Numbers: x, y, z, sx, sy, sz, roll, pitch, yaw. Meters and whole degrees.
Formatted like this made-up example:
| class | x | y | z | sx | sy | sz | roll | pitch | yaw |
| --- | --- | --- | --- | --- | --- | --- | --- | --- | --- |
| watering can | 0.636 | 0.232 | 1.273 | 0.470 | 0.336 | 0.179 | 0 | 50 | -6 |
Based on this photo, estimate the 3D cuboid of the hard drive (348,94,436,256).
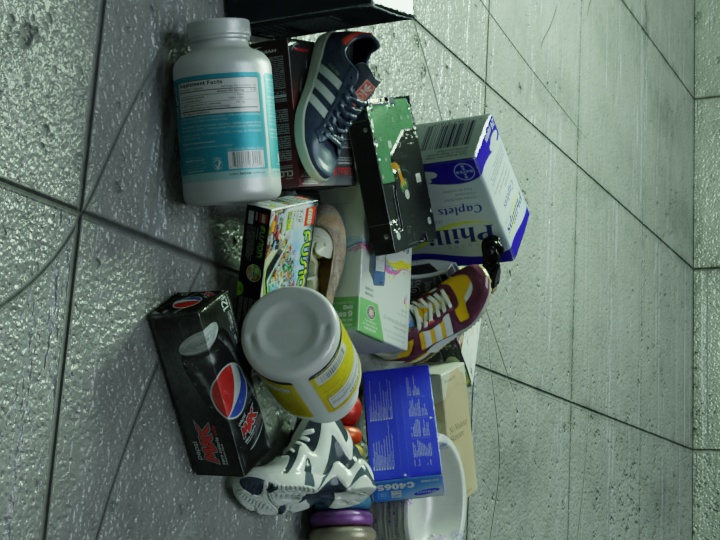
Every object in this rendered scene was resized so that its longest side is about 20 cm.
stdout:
| class | x | y | z | sx | sy | sz | roll | pitch | yaw |
| --- | --- | --- | --- | --- | --- | --- | --- | --- | --- |
| hard drive | 0.041 | -0.127 | 1.647 | 0.140 | 0.038 | 0.200 | -22 | 102 | -62 |

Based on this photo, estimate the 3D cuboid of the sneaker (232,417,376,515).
| class | x | y | z | sx | sy | sz | roll | pitch | yaw |
| --- | --- | --- | --- | --- | --- | --- | --- | --- | --- |
| sneaker | -0.080 | 0.220 | 1.526 | 0.199 | 0.080 | 0.130 | 2 | 53 | -34 |

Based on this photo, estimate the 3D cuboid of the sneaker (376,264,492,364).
| class | x | y | z | sx | sy | sz | roll | pitch | yaw |
| --- | --- | --- | --- | --- | --- | --- | --- | --- | --- |
| sneaker | 0.098 | 0.064 | 1.750 | 0.090 | 0.200 | 0.075 | 8 | 44 | -46 |

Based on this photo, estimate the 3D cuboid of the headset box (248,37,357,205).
| class | x | y | z | sx | sy | sz | roll | pitch | yaw |
| --- | --- | --- | --- | --- | --- | --- | --- | --- | --- |
| headset box | -0.076 | -0.180 | 1.563 | 0.149 | 0.077 | 0.200 | -7 | 92 | -62 |

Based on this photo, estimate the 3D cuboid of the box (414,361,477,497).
| class | x | y | z | sx | sy | sz | roll | pitch | yaw |
| --- | --- | --- | --- | --- | --- | --- | --- | --- | --- |
| box | 0.114 | 0.242 | 1.870 | 0.095 | 0.078 | 0.200 | -21 | 105 | -61 |

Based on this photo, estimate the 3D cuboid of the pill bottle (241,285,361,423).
| class | x | y | z | sx | sy | sz | roll | pitch | yaw |
| --- | --- | --- | --- | --- | --- | --- | --- | --- | --- |
| pill bottle | -0.060 | 0.106 | 1.437 | 0.200 | 0.111 | 0.111 | 68 | 30 | -62 |

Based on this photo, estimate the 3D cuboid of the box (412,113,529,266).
| class | x | y | z | sx | sy | sz | roll | pitch | yaw |
| --- | --- | --- | --- | --- | --- | --- | --- | --- | --- |
| box | 0.123 | -0.108 | 1.812 | 0.200 | 0.184 | 0.105 | 62 | 34 | -37 |

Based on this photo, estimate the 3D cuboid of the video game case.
| class | x | y | z | sx | sy | sz | roll | pitch | yaw |
| --- | --- | --- | --- | --- | --- | --- | --- | --- | --- |
| video game case | 0.144 | 0.052 | 1.952 | 0.200 | 0.036 | 0.181 | -76 | 150 | -52 |

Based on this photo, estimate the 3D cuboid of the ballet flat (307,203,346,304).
| class | x | y | z | sx | sy | sz | roll | pitch | yaw |
| --- | --- | --- | --- | --- | --- | --- | --- | --- | --- |
| ballet flat | -0.059 | 0.005 | 1.579 | 0.067 | 0.068 | 0.200 | 36 | 55 | -66 |

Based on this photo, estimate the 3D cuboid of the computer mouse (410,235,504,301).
| class | x | y | z | sx | sy | sz | roll | pitch | yaw |
| --- | --- | --- | --- | --- | --- | --- | --- | --- | --- |
| computer mouse | 0.103 | 0.006 | 1.789 | 0.110 | 0.200 | 0.044 | 90 | -12 | -51 |

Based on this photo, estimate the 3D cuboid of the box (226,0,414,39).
| class | x | y | z | sx | sy | sz | roll | pitch | yaw |
| --- | --- | --- | --- | --- | --- | --- | --- | --- | --- |
| box | -0.052 | -0.393 | 1.501 | 0.124 | 0.196 | 0.200 | -5 | 92 | -62 |

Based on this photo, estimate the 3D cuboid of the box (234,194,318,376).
| class | x | y | z | sx | sy | sz | roll | pitch | yaw |
| --- | --- | --- | --- | --- | --- | --- | --- | --- | --- |
| box | -0.103 | 0.015 | 1.478 | 0.110 | 0.035 | 0.200 | -20 | 121 | -61 |

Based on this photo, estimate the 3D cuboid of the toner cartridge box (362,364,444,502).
| class | x | y | z | sx | sy | sz | roll | pitch | yaw |
| --- | --- | --- | --- | --- | --- | --- | --- | --- | --- |
| toner cartridge box | 0.055 | 0.214 | 1.673 | 0.200 | 0.095 | 0.043 | -93 | 175 | -50 |

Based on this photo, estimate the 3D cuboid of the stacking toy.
| class | x | y | z | sx | sy | sz | roll | pitch | yaw |
| --- | --- | --- | --- | --- | --- | --- | --- | --- | --- |
| stacking toy | -0.026 | 0.252 | 1.620 | 0.085 | 0.085 | 0.200 | 24 | 60 | -59 |

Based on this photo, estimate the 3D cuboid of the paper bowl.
| class | x | y | z | sx | sy | sz | roll | pitch | yaw |
| --- | --- | --- | --- | --- | --- | --- | --- | --- | --- |
| paper bowl | 0.064 | 0.325 | 1.742 | 0.201 | 0.104 | 0.201 | 13 | 75 | -61 |

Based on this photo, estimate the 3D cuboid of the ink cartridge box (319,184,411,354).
| class | x | y | z | sx | sy | sz | roll | pitch | yaw |
| --- | --- | --- | --- | --- | --- | --- | --- | --- | --- |
| ink cartridge box | 0.000 | 0.000 | 1.675 | 0.145 | 0.087 | 0.200 | 28 | 60 | -58 |

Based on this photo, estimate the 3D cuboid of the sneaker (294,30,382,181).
| class | x | y | z | sx | sy | sz | roll | pitch | yaw |
| --- | --- | --- | --- | --- | --- | --- | --- | --- | --- |
| sneaker | -0.020 | -0.202 | 1.499 | 0.075 | 0.084 | 0.200 | 37 | 55 | -55 |

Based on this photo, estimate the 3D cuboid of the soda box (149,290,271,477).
| class | x | y | z | sx | sy | sz | roll | pitch | yaw |
| --- | --- | --- | --- | --- | --- | --- | --- | --- | --- |
| soda box | -0.163 | 0.124 | 1.374 | 0.063 | 0.071 | 0.200 | -42 | 124 | -55 |

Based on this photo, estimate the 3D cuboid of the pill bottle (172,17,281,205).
| class | x | y | z | sx | sy | sz | roll | pitch | yaw |
| --- | --- | --- | --- | --- | --- | --- | --- | --- | --- |
| pill bottle | -0.149 | -0.174 | 1.390 | 0.111 | 0.111 | 0.200 | -8 | 95 | -62 |
